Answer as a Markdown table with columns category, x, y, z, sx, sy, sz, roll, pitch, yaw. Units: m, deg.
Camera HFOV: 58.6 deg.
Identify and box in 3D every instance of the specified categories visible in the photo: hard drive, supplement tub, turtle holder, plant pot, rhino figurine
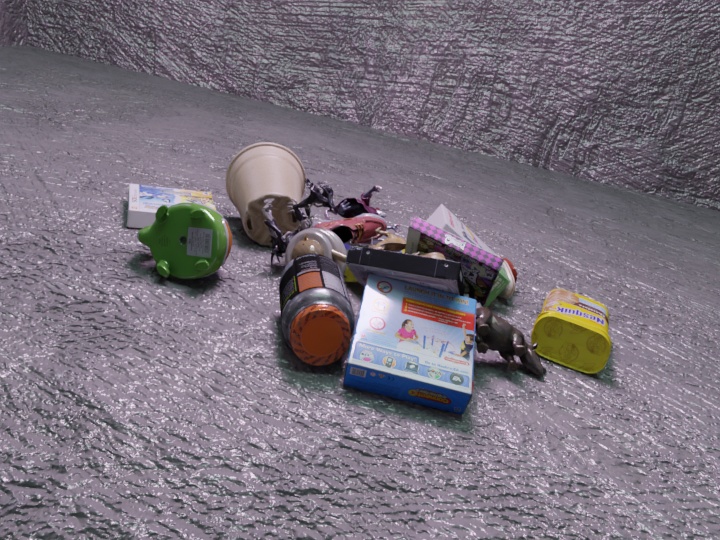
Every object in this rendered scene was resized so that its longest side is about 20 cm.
| category | x | y | z | sx | sy | sz | roll | pitch | yaw |
| --- | --- | --- | --- | --- | --- | --- | --- | --- | --- |
| hard drive | 0.081 | 0.009 | 1.120 | 0.194 | 0.039 | 0.140 | 11 | -16 | 15 |
| supplement tub | -0.074 | 0.063 | 1.067 | 0.119 | 0.126 | 0.201 | 8 | 22 | -12 |
| turtle holder | -0.328 | -0.049 | 1.214 | 0.182 | 0.144 | 0.132 | -25 | -2 | 13 |
| plant pot | -0.210 | -0.162 | 1.481 | 0.194 | 0.205 | 0.185 | 5 | 33 | -18 |
| rhino figurine | 0.266 | 0.131 | 1.146 | 0.197 | 0.060 | 0.088 | 32 | 22 | -21 |

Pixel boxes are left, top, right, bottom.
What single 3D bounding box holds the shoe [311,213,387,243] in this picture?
| category | x | y | z | sx | sy | sz | roll | pitch | yaw |
| --- | --- | --- | --- | --- | --- | --- | --- | --- | --- |
| shoe | -0.017 | -0.088 | 1.526 | 0.194 | 0.074 | 0.091 | -5 | 18 | -19 |

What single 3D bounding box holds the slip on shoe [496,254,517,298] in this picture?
| category | x | y | z | sx | sy | sz | roll | pitch | yaw |
| --- | --- | --- | --- | --- | --- | --- | --- | --- | --- |
| slip on shoe | 0.344 | 0.013 | 1.517 | 0.059 | 0.076 | 0.201 | 15 | 17 | -1 |

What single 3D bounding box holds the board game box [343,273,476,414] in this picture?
| category | x | y | z | sx | sy | sz | roll | pitch | yaw |
| --- | --- | --- | --- | --- | --- | --- | --- | --- | --- |
| board game box | 0.085 | 0.113 | 1.036 | 0.194 | 0.057 | 0.199 | 14 | 44 | 1 |

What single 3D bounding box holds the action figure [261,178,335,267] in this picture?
| category | x | y | z | sx | sy | sz | roll | pitch | yaw |
| --- | --- | --- | --- | --- | --- | --- | --- | --- | --- |
| action figure | -0.139 | -0.104 | 1.319 | 0.103 | 0.200 | 0.118 | 49 | 26 | 10 |

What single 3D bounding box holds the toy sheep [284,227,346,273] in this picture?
| category | x | y | z | sx | sy | sz | roll | pitch | yaw |
| --- | --- | --- | --- | --- | --- | --- | --- | --- | --- |
| toy sheep | -0.083 | -0.018 | 1.264 | 0.134 | 0.142 | 0.200 | 16 | -8 | 10 |

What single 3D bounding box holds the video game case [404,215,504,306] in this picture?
| category | x | y | z | sx | sy | sz | roll | pitch | yaw |
| --- | --- | --- | --- | --- | --- | --- | --- | --- | --- |
| video game case | 0.181 | -0.008 | 1.310 | 0.196 | 0.183 | 0.036 | 27 | 63 | 12 |

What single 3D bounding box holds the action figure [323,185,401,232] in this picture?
| category | x | y | z | sx | sy | sz | roll | pitch | yaw |
| --- | --- | --- | --- | --- | --- | --- | --- | --- | --- |
| action figure | 0.015 | -0.134 | 1.690 | 0.146 | 0.137 | 0.200 | -26 | -3 | 17 |

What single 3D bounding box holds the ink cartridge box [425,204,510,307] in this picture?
| category | x | y | z | sx | sy | sz | roll | pitch | yaw |
| --- | --- | --- | --- | --- | --- | --- | --- | --- | --- |
| ink cartridge box | 0.227 | -0.035 | 1.425 | 0.199 | 0.088 | 0.146 | 39 | 18 | -12 |

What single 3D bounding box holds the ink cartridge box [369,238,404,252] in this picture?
| category | x | y | z | sx | sy | sz | roll | pitch | yaw |
| --- | --- | --- | --- | --- | --- | --- | --- | --- | --- |
| ink cartridge box | 0.115 | -0.008 | 1.465 | 0.192 | 0.048 | 0.201 | 12 | 20 | -5 |

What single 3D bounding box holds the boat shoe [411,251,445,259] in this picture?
| category | x | y | z | sx | sy | sz | roll | pitch | yaw |
| --- | --- | --- | --- | --- | --- | --- | --- | --- | --- |
| boat shoe | 0.103 | -0.010 | 1.292 | 0.071 | 0.065 | 0.200 | 11 | -19 | -25 |

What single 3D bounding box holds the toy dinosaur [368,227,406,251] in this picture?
| category | x | y | z | sx | sy | sz | roll | pitch | yaw |
| --- | --- | --- | --- | --- | --- | --- | --- | --- | --- |
| toy dinosaur | 0.069 | -0.061 | 1.405 | 0.099 | 0.060 | 0.197 | 11 | 5 | 41 |

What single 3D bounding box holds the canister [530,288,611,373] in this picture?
| category | x | y | z | sx | sy | sz | roll | pitch | yaw |
| --- | --- | --- | --- | --- | --- | --- | --- | --- | --- |
| canister | 0.427 | 0.114 | 1.292 | 0.145 | 0.089 | 0.200 | 20 | 21 | 16 |

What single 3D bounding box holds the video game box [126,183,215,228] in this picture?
| category | x | y | z | sx | sy | sz | roll | pitch | yaw |
| --- | --- | --- | --- | --- | --- | --- | --- | --- | --- |
| video game box | -0.432 | -0.142 | 1.470 | 0.194 | 0.048 | 0.183 | 4 | 26 | -22 |

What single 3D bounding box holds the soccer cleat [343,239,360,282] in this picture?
| category | x | y | z | sx | sy | sz | roll | pitch | yaw |
| --- | --- | --- | --- | --- | --- | --- | --- | --- | --- |
| soccer cleat | 0.000 | 0.000 | 1.329 | 0.064 | 0.084 | 0.200 | 38 | 0 | -31 |

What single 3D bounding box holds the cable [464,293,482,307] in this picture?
| category | x | y | z | sx | sy | sz | roll | pitch | yaw |
| --- | --- | --- | --- | --- | --- | --- | --- | --- | --- |
| cable | 0.115 | 0.083 | 1.206 | 0.196 | 0.071 | 0.199 | 21 | 23 | 20 |
